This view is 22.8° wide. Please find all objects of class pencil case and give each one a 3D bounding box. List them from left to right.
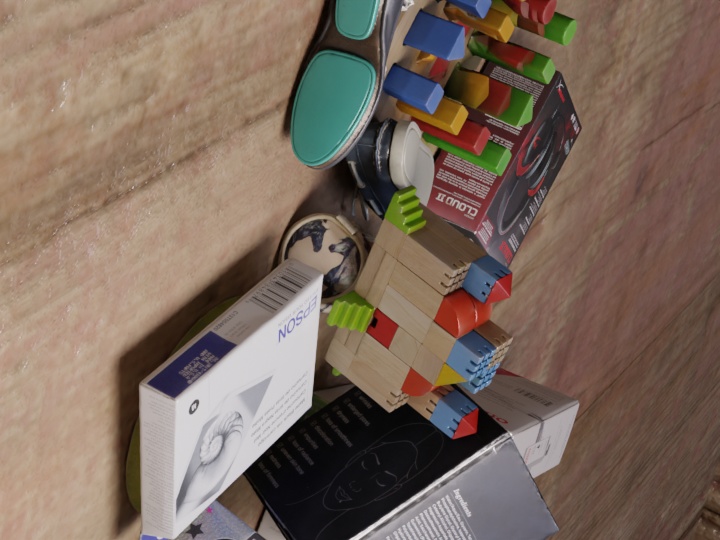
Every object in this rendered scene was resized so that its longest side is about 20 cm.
[{"bbox_3d":[0.000,0.000,1.554,0.090,0.078,0.200,-57,159,6],"label":"pencil case"}]

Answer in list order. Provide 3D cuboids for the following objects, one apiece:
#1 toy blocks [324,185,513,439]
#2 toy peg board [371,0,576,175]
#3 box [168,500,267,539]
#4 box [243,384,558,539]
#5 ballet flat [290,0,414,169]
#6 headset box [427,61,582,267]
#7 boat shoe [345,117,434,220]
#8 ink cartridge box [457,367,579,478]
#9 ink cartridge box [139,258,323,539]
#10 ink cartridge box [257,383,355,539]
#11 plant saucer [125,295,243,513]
[{"bbox_3d":[0.058,0.048,1.451,0.100,0.136,0.201,-25,146,-50],"label":"toy blocks"},{"bbox_3d":[0.100,-0.191,1.553,0.201,0.097,0.199,-63,158,-5],"label":"toy peg board"},{"bbox_3d":[-0.147,0.312,1.481,0.200,0.114,0.132,-45,152,-25],"label":"box"},{"bbox_3d":[0.030,0.197,1.560,0.196,0.200,0.124,-34,119,-8],"label":"box"},{"bbox_3d":[0.000,-0.174,1.388,0.073,0.073,0.201,-19,128,-60],"label":"ballet flat"},{"bbox_3d":[0.132,-0.095,1.757,0.201,0.075,0.149,-61,158,-9],"label":"headset box"},{"bbox_3d":[0.023,-0.079,1.541,0.200,0.061,0.075,53,49,-75],"label":"boat shoe"},{"bbox_3d":[0.128,0.166,1.927,0.200,0.146,0.083,-13,122,-62],"label":"ink cartridge box"},{"bbox_3d":[-0.103,0.120,1.421,0.200,0.040,0.201,-42,149,-43],"label":"ink cartridge box"},{"bbox_3d":[-0.034,0.216,1.723,0.117,0.067,0.201,-2,114,-65],"label":"ink cartridge box"},{"bbox_3d":[-0.120,0.118,1.475,0.200,0.031,0.201,-48,152,-35],"label":"plant saucer"}]
